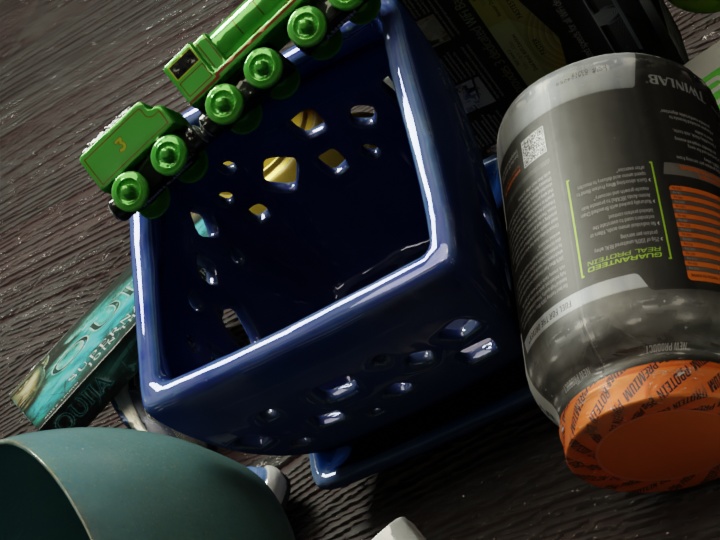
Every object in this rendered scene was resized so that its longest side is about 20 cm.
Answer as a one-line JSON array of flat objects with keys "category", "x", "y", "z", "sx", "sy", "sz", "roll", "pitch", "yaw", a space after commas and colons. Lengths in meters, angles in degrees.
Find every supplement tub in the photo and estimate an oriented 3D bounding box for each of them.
[{"category": "supplement tub", "x": 0.137, "y": 0.001, "z": 0.758, "sx": 0.122, "sy": 0.122, "sz": 0.201, "roll": -25, "pitch": 49, "yaw": 29}]

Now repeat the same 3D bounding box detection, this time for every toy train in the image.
[{"category": "toy train", "x": -0.071, "y": -0.106, "z": 0.823, "sx": 0.200, "sy": 0.056, "sz": 0.042, "roll": -42, "pitch": -15, "yaw": 9}]

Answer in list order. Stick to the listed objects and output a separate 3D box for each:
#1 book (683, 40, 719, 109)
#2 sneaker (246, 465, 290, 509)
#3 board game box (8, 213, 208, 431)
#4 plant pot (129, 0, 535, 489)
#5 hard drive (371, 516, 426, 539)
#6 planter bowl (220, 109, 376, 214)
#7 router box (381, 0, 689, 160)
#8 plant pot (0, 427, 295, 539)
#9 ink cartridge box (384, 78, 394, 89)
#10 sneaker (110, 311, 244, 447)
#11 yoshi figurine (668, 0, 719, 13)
[{"category": "book", "x": 0.259, "y": -0.103, "z": 0.859, "sx": 0.200, "sy": 0.048, "sz": 0.134, "roll": -36, "pitch": 34, "yaw": 10}, {"category": "sneaker", "x": -0.130, "y": 0.158, "z": 0.960, "sx": 0.199, "sy": 0.077, "sz": 0.076, "roll": -20, "pitch": 34, "yaw": 33}, {"category": "board game box", "x": -0.163, "y": 0.034, "z": 1.071, "sx": 0.200, "sy": 0.028, "sz": 0.135, "roll": -48, "pitch": 20, "yaw": -11}, {"category": "plant pot", "x": 0.000, "y": 0.000, "z": 0.864, "sx": 0.199, "sy": 0.180, "sz": 0.201, "roll": -28, "pitch": 49, "yaw": 22}, {"category": "hard drive", "x": 0.030, "y": 0.219, "z": 0.614, "sx": 0.132, "sy": 0.027, "sz": 0.200, "roll": -42, "pitch": 62, "yaw": 1}, {"category": "planter bowl", "x": -0.055, "y": -0.069, "z": 1.162, "sx": 0.200, "sy": 0.084, "sz": 0.201, "roll": -31, "pitch": 31, "yaw": 21}, {"category": "router box", "x": 0.094, "y": -0.149, "z": 0.897, "sx": 0.157, "sy": 0.200, "sz": 0.052, "roll": -22, "pitch": 52, "yaw": 18}, {"category": "plant pot", "x": -0.112, "y": 0.173, "z": 0.834, "sx": 0.134, "sy": 0.201, "sz": 0.200, "roll": -15, "pitch": 12, "yaw": -34}, {"category": "ink cartridge box", "x": -0.009, "y": -0.138, "z": 1.143, "sx": 0.199, "sy": 0.048, "sz": 0.160, "roll": -21, "pitch": 23, "yaw": -21}, {"category": "sneaker", "x": -0.126, "y": 0.071, "z": 1.077, "sx": 0.085, "sy": 0.077, "sz": 0.200, "roll": -34, "pitch": 30, "yaw": 8}, {"category": "yoshi figurine", "x": 0.247, "y": -0.221, "z": 0.930, "sx": 0.200, "sy": 0.112, "sz": 0.112, "roll": -44, "pitch": -12, "yaw": -35}]
